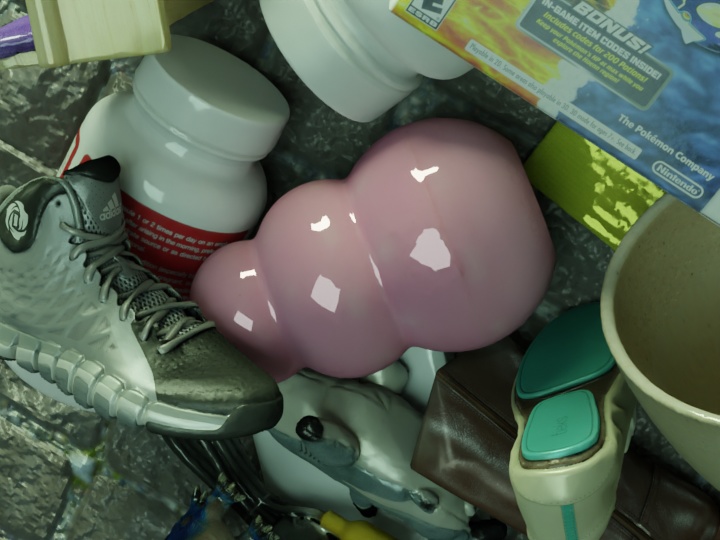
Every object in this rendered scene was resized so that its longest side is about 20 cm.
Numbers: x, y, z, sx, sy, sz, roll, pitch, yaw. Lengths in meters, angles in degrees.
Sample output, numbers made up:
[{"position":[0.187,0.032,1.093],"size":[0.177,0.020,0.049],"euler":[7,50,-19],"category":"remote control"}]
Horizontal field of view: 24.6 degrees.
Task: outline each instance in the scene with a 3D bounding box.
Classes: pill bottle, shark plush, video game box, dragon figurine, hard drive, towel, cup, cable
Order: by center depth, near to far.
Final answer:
[{"position":[0.143,-0.140,0.734],"size":[0.199,0.047,0.183],"euler":[31,113,-8],"category":"video game box"},{"position":[0.231,0.051,0.806],"size":[0.199,0.201,0.144],"euler":[-8,129,20],"category":"cup"},{"position":[0.052,-0.168,0.825],"size":[0.200,0.113,0.114],"euler":[-35,95,24],"category":"pill bottle"},{"position":[0.173,-0.102,0.863],"size":[0.086,0.018,0.200],"euler":[39,115,6],"category":"towel"},{"position":[-0.122,-0.026,0.929],"size":[0.112,0.112,0.200],"euler":[34,115,4],"category":"pill bottle"},{"position":[0.020,0.115,0.950],"size":[0.200,0.091,0.083],"euler":[36,137,-19],"category":"shark plush"},{"position":[-0.107,0.175,0.952],"size":[0.059,0.099,0.200],"euler":[50,157,-1],"category":"dragon figurine"},{"position":[0.004,0.112,0.983],"size":[0.131,0.026,0.201],"euler":[-8,106,20],"category":"hard drive"},{"position":[-0.041,0.147,0.983],"size":[0.200,0.050,0.097],"euler":[41,145,17],"category":"cable"}]

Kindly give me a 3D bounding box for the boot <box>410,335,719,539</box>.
[{"position":[0.093,0.151,0.892],"size":[0.200,0.187,0.064],"euler":[37,151,-6],"category":"boot"}]

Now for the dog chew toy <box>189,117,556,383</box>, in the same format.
[{"position":[0.000,0.000,0.875],"size":[0.199,0.125,0.125],"euler":[-22,100,5],"category":"dog chew toy"}]

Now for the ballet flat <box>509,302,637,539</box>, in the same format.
[{"position":[0.111,0.081,0.843],"size":[0.069,0.200,0.070],"euler":[5,112,13],"category":"ballet flat"}]

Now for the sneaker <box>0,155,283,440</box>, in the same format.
[{"position":[-0.121,0.005,0.828],"size":[0.199,0.075,0.116],"euler":[19,107,25],"category":"sneaker"}]

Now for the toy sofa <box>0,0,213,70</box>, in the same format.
[{"position":[-0.121,-0.162,0.836],"size":[0.097,0.200,0.083],"euler":[-4,107,13],"category":"toy sofa"}]
